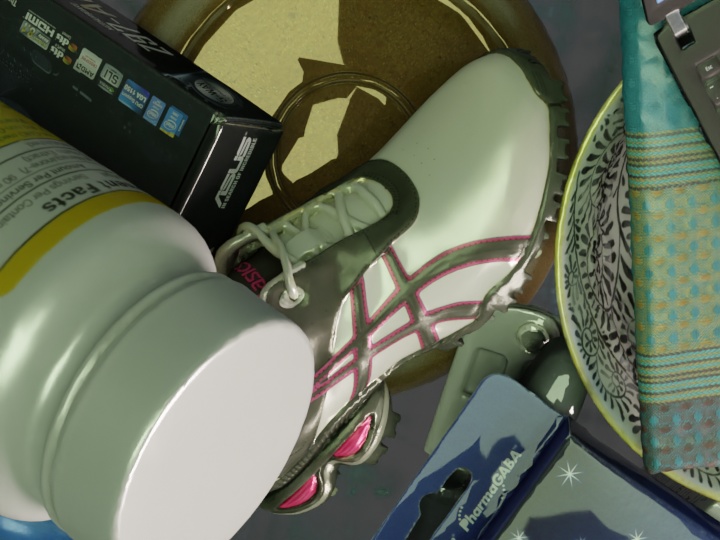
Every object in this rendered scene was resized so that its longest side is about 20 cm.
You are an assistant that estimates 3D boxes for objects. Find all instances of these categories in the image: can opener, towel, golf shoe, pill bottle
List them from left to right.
[{"bbox_3d":[-0.120,0.011,0.667,0.199,0.114,0.115,32,104,26],"label":"pill bottle"},{"bbox_3d":[0.000,0.000,0.731,0.088,0.077,0.201,26,102,-45],"label":"golf shoe"},{"bbox_3d":[0.043,0.103,0.821,0.052,0.067,0.201,19,119,2],"label":"can opener"},{"bbox_3d":[0.166,-0.030,0.717,0.145,0.022,0.202,-5,107,-3],"label":"towel"}]

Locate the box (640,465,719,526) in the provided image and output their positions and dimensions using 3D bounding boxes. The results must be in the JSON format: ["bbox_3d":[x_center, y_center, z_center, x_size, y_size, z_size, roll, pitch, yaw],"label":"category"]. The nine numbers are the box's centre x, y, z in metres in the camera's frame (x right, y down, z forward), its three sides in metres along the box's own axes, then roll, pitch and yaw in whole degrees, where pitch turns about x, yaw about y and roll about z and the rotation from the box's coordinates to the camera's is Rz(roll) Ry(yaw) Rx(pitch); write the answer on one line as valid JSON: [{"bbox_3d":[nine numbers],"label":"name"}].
[{"bbox_3d":[0.162,0.184,0.825,0.112,0.101,0.200,-39,97,11],"label":"box"}]

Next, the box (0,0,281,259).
[{"bbox_3d":[-0.146,-0.036,0.780,0.199,0.043,0.161,35,106,25],"label":"box"}]

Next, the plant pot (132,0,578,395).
[{"bbox_3d":[-0.006,-0.046,0.803,0.198,0.027,0.202,0,94,-7],"label":"plant pot"}]

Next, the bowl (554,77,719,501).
[{"bbox_3d":[0.165,-0.015,0.782,0.199,0.094,0.203,-1,102,-5],"label":"bowl"}]

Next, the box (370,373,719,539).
[{"bbox_3d":[0.098,0.142,0.753,0.199,0.032,0.122,34,102,-2],"label":"box"}]

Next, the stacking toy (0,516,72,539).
[{"bbox_3d":[-0.130,0.076,0.838,0.085,0.085,0.201,22,98,-1],"label":"stacking toy"}]

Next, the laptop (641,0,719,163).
[{"bbox_3d":[0.190,-0.090,0.636,0.176,0.103,0.201,-29,107,4],"label":"laptop"}]
